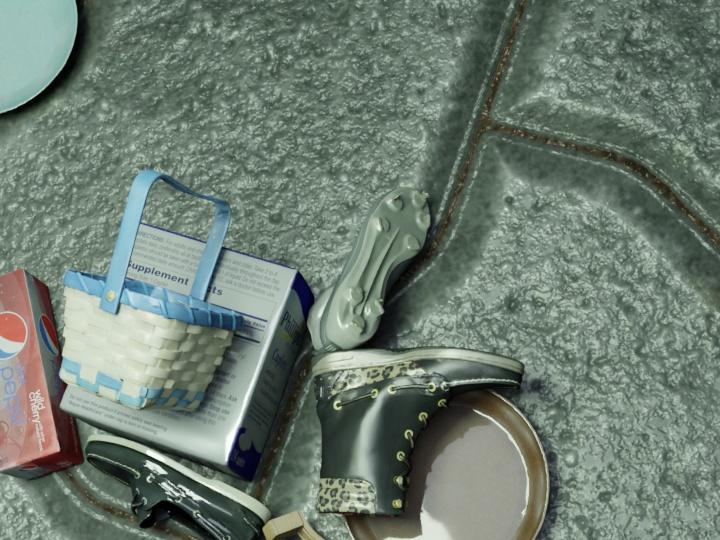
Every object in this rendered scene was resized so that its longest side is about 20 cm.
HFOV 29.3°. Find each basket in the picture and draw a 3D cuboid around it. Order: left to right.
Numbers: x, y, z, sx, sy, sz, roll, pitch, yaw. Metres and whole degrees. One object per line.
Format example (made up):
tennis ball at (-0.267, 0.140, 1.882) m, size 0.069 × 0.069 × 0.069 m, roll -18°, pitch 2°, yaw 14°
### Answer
basket at (-0.182, 0.020, 1.225) m, size 0.138 × 0.176 × 0.201 m, roll 20°, pitch 88°, yaw 21°

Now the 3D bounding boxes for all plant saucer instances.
plant saucer at (-0.405, -0.259, 1.543) m, size 0.199 × 0.039 × 0.203 m, roll -3°, pitch 71°, yaw 9°
plant saucer at (0.079, 0.204, 1.304) m, size 0.198 × 0.032 × 0.202 m, roll -3°, pitch 73°, yaw 10°

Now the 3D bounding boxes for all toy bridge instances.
toy bridge at (-0.019, 0.313, 1.274) m, size 0.067 × 0.027 × 0.201 m, roll -15°, pitch 64°, yaw -32°

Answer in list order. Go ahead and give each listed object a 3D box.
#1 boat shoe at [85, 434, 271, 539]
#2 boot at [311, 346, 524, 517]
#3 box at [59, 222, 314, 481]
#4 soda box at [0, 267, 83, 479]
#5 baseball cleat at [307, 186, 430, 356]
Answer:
boat shoe at (-0.187, 0.222, 1.326) m, size 0.198 × 0.075 × 0.066 m, roll 24°, pitch 66°, yaw 7°
boot at (0.051, 0.151, 1.276) m, size 0.202 × 0.073 × 0.155 m, roll -1°, pitch 75°, yaw 12°
box at (-0.164, 0.079, 1.351) m, size 0.183 × 0.105 × 0.201 m, roll 16°, pitch 77°, yaw 16°
soda box at (-0.341, 0.105, 1.398) m, size 0.070 × 0.063 × 0.201 m, roll -18°, pitch 70°, yaw 5°
baseball cleat at (0.000, 0.000, 1.365) m, size 0.070 × 0.106 × 0.201 m, roll 42°, pitch 51°, yaw -15°
